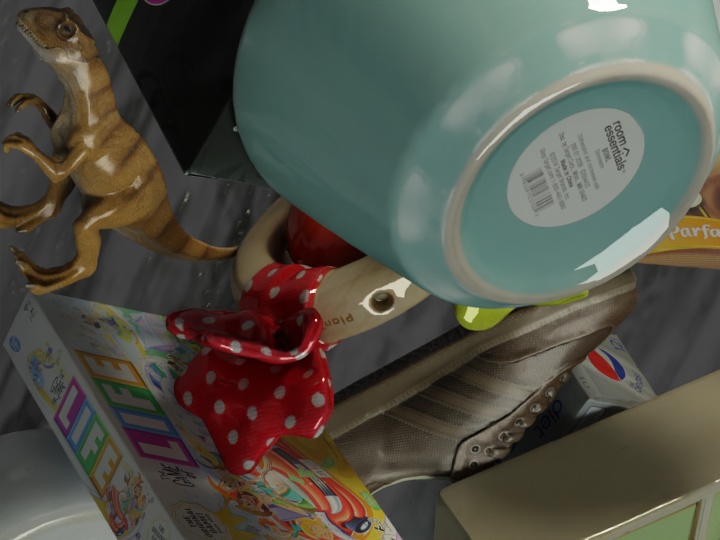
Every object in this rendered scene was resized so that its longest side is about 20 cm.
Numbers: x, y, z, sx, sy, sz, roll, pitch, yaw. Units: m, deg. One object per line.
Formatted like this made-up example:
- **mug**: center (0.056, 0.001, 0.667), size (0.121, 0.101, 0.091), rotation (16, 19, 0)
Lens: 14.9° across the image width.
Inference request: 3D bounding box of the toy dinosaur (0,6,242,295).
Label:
- **toy dinosaur**: center (-0.110, -0.032, 1.243), size (0.106, 0.060, 0.200), rotation (-32, 137, 0)

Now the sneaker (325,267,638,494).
- **sneaker**: center (0.061, 0.067, 1.399), size (0.199, 0.070, 0.076), rotation (-28, 94, 11)

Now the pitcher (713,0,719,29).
- **pitcher**: center (0.174, -0.148, 1.202), size (0.199, 0.172, 0.122), rotation (-14, 128, -16)

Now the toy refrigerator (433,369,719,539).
- **toy refrigerator**: center (0.140, 0.122, 1.404), size (0.199, 0.070, 0.076), rotation (-21, 142, -21)

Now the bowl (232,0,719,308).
- **bowl**: center (0.062, -0.062, 1.056), size (0.200, 0.105, 0.201), rotation (-17, 139, -16)

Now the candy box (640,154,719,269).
- **candy box**: center (0.159, -0.053, 1.279), size (0.199, 0.055, 0.116), rotation (6, 147, 30)

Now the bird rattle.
- **bird rattle**: center (0.000, 0.000, 1.255), size (0.200, 0.163, 0.113), rotation (-36, 114, 8)

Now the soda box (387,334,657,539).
- **soda box**: center (0.076, 0.123, 1.475), size (0.063, 0.068, 0.200), rotation (12, 123, -38)

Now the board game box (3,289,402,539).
- **board game box**: center (-0.070, 0.086, 1.269), size (0.134, 0.200, 0.034), rotation (12, 115, -35)

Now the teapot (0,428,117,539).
- **teapot**: center (-0.165, 0.151, 1.323), size (0.197, 0.146, 0.201), rotation (-17, 121, -22)

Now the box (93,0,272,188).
- **box**: center (-0.004, -0.149, 1.125), size (0.124, 0.149, 0.200), rotation (10, 124, -36)
